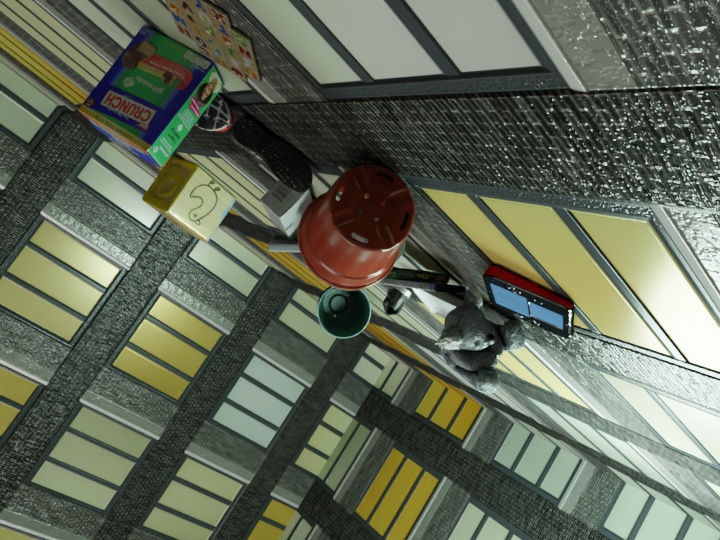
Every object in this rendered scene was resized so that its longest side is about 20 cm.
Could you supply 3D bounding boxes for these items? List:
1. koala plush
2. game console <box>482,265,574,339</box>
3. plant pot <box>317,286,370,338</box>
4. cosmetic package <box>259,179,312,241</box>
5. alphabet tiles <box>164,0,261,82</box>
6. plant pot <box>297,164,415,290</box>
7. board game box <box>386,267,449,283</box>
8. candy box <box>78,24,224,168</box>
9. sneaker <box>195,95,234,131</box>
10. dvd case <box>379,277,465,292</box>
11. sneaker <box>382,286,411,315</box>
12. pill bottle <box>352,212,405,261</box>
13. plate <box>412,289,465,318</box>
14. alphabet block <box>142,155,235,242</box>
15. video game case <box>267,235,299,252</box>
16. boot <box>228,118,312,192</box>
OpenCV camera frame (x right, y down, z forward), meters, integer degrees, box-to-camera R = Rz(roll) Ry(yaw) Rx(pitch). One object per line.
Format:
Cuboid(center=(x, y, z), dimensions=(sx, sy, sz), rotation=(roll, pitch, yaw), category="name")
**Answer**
Cuboid(center=(0.241, 0.142, 1.460), dimensions=(0.183, 0.178, 0.200), rotation=(26, 165, 34), category="koala plush")
Cuboid(center=(0.322, 0.065, 1.249), dimensions=(0.176, 0.031, 0.200), rotation=(30, 170, 25), category="game console")
Cuboid(center=(-0.073, 0.137, 2.464), dimensions=(0.200, 0.201, 0.161), rotation=(35, -179, -13), category="plant pot")
Cuboid(center=(-0.168, -0.150, 1.571), dimensions=(0.074, 0.102, 0.200), rotation=(42, 173, 12), category="cosmetic package")
Cuboid(center=(-0.230, -0.365, 1.016), dimensions=(0.166, 0.006, 0.200), rotation=(33, 171, 4), category="alphabet tiles")
Cuboid(center=(0.000, -0.083, 1.155), dimensions=(0.200, 0.202, 0.195), rotation=(34, 162, -4), category="plant pot")
Cuboid(center=(0.090, 0.006, 1.475), dimensions=(0.198, 0.024, 0.105), rotation=(6, -179, -23), category="board game box")
Cuboid(center=(-0.371, -0.310, 1.168), dimensions=(0.168, 0.201, 0.077), rotation=(30, 170, 15), category="candy box")
Cuboid(center=(-0.308, -0.324, 1.348), dimensions=(0.085, 0.078, 0.199), rotation=(14, -172, -46), category="sneaker")
Cuboid(center=(0.118, 0.030, 1.471), dimensions=(0.199, 0.018, 0.142), rotation=(7, -179, 35), category="dvd case")
Cuboid(center=(0.097, 0.092, 1.945), dimensions=(0.066, 0.091, 0.200), rotation=(34, 171, 1), category="sneaker")
Cuboid(center=(0.008, -0.065, 1.390), dimensions=(0.114, 0.115, 0.200), rotation=(37, 170, -23), category="pill bottle")
Cuboid(center=(0.237, 0.099, 1.690), dimensions=(0.199, 0.032, 0.200), rotation=(26, 167, 35), category="plate")
Cuboid(center=(-0.588, -0.246, 2.249), dimensions=(0.196, 0.196, 0.200), rotation=(22, 167, 43), category="alphabet block")
Cuboid(center=(-0.135, -0.068, 1.698), dimensions=(0.198, 0.022, 0.182), rotation=(2, -170, -4), category="video game case")
Cuboid(center=(-0.185, -0.240, 1.362), dimensions=(0.200, 0.070, 0.132), rotation=(43, 175, -12), category="boot")
